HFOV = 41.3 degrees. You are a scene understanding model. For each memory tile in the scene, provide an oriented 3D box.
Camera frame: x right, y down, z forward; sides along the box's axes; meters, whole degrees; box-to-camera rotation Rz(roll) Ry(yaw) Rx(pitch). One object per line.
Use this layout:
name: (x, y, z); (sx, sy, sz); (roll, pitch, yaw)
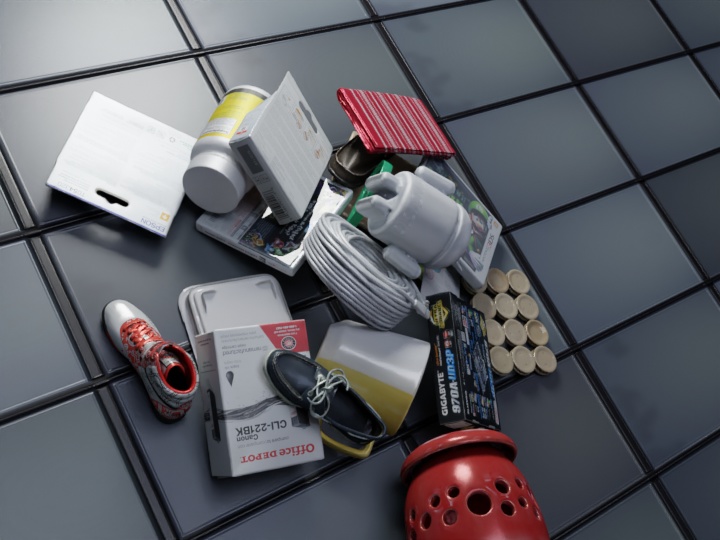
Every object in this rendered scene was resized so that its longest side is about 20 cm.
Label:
memory tile: (0.256, 0.087, 1.646); (0.152, 0.017, 0.202); (1, 61, -33)

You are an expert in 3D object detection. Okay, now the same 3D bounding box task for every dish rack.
dish rack: (-0.169, 0.095, 1.435); (0.170, 0.044, 0.202); (-10, 68, -30)

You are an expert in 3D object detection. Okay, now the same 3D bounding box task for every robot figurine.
robot figurine: (0.091, -0.075, 1.475); (0.199, 0.113, 0.171); (29, 77, -23)

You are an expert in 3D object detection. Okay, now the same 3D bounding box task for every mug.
mug: (0.004, 0.160, 1.420); (0.152, 0.150, 0.187); (24, 40, -2)

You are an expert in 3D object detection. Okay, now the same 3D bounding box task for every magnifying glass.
magnifying glass: (-0.006, -0.088, 1.547); (0.022, 0.080, 0.201); (31, 96, -12)

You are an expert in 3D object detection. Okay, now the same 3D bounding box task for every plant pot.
plant pot: (0.152, 0.340, 1.359); (0.198, 0.201, 0.184); (3, 53, -24)

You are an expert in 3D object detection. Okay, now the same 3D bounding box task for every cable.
cable: (0.000, 0.000, 1.444); (0.199, 0.069, 0.201); (32, 18, -37)

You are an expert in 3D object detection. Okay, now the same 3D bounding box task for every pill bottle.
pill bottle: (-0.203, -0.193, 1.521); (0.114, 0.114, 0.201); (28, 49, -8)

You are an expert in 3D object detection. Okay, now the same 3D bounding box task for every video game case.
video game case: (0.160, -0.092, 1.637); (0.200, 0.023, 0.182); (46, 37, -16)
video game case: (-0.136, -0.098, 1.539); (0.180, 0.023, 0.201); (25, 52, 14)

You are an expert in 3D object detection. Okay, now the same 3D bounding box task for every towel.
towel: (0.060, -0.247, 1.617); (0.199, 0.023, 0.145); (-2, 53, -43)

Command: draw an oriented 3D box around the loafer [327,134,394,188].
loafer: (0.013, -0.210, 1.620); (0.073, 0.072, 0.200); (39, 44, 4)

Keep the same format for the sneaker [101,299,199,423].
sneaker: (-0.290, 0.107, 1.330); (0.067, 0.108, 0.202); (-23, 74, -33)

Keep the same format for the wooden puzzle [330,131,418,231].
wooden puzzle: (0.035, -0.130, 1.661); (0.184, 0.046, 0.201); (29, 50, -9)

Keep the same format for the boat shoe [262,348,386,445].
boat shoe: (-0.047, 0.174, 1.309); (0.200, 0.062, 0.075); (44, 62, -18)

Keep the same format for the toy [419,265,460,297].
toy: (0.125, 0.001, 1.613); (0.115, 0.047, 0.201); (43, 42, -36)

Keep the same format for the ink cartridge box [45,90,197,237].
ink cartridge box: (-0.365, -0.160, 1.487); (0.195, 0.043, 0.201); (25, 56, -13)

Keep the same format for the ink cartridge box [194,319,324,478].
ink cartridge box: (-0.142, 0.179, 1.338); (0.143, 0.084, 0.202); (-5, 84, -30)

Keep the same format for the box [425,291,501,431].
box: (0.161, 0.148, 1.489); (0.159, 0.046, 0.202); (28, 52, -59)

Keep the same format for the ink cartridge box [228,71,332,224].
ink cartridge box: (-0.122, -0.197, 1.513); (0.163, 0.050, 0.201); (59, 30, -29)
